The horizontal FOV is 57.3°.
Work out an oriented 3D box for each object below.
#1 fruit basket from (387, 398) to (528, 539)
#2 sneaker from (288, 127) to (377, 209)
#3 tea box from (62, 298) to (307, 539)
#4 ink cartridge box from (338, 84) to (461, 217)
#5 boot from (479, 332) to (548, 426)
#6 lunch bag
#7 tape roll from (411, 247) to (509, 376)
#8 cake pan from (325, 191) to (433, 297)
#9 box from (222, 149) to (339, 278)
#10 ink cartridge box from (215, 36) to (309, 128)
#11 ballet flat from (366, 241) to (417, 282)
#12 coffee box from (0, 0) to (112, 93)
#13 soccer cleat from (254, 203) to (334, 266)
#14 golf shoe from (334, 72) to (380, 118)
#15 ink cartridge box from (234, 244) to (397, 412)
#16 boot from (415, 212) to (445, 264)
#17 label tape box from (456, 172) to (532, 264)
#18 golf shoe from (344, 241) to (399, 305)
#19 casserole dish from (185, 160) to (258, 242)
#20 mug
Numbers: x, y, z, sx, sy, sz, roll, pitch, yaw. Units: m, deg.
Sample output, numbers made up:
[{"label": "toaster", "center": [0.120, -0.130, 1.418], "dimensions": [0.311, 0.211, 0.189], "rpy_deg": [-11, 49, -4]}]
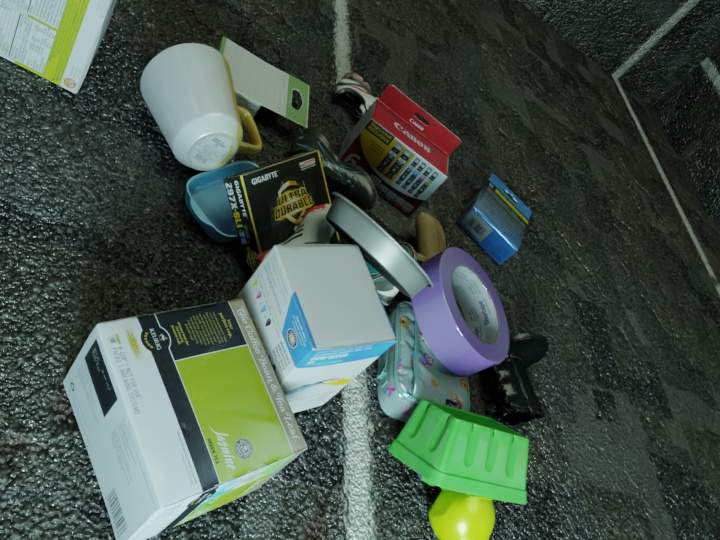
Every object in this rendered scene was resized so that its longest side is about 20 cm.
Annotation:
[{"label": "fruit basket", "center": [0.144, 0.317, 0.967], "dimensions": [0.210, 0.154, 0.223], "rpy_deg": [-6, 102, -29]}, {"label": "sneaker", "center": [-0.054, -0.180, 1.253], "dimensions": [0.199, 0.076, 0.079], "rpy_deg": [42, 50, 5]}, {"label": "tea box", "center": [-0.198, 0.163, 0.746], "dimensions": [0.194, 0.134, 0.204], "rpy_deg": [-7, 62, -45]}, {"label": "ink cartridge box", "center": [0.079, -0.240, 1.335], "dimensions": [0.197, 0.176, 0.085], "rpy_deg": [32, 39, -16]}, {"label": "boot", "center": [0.303, 0.203, 1.244], "dimensions": [0.193, 0.074, 0.166], "rpy_deg": [6, 50, -31]}, {"label": "lunch bag", "center": [0.101, 0.158, 1.083], "dimensions": [0.158, 0.077, 0.204], "rpy_deg": [27, 42, -24]}, {"label": "tape roll", "center": [0.167, 0.067, 1.094], "dimensions": [0.198, 0.065, 0.205], "rpy_deg": [34, 42, -36]}, {"label": "cake pan", "center": [0.022, -0.033, 0.957], "dimensions": [0.200, 0.037, 0.200], "rpy_deg": [43, -2, 2]}, {"label": "box", "center": [-0.120, -0.092, 1.056], "dimensions": [0.199, 0.048, 0.165], "rpy_deg": [-31, 113, -53]}, {"label": "ink cartridge box", "center": [-0.194, -0.349, 1.271], "dimensions": [0.196, 0.048, 0.148], "rpy_deg": [25, 43, -27]}, {"label": "ballet flat", "center": [0.000, 0.000, 1.091], "dimensions": [0.064, 0.194, 0.070], "rpy_deg": [52, 28, -74]}, {"label": "coffee box", "center": [-0.460, -0.437, 0.969], "dimensions": [0.194, 0.200, 0.204], "rpy_deg": [23, 42, -25]}, {"label": "soccer cleat", "center": [-0.076, -0.038, 0.994], "dimensions": [0.200, 0.083, 0.070], "rpy_deg": [-44, 130, -44]}, {"label": "golf shoe", "center": [0.027, -0.357, 1.479], "dimensions": [0.197, 0.073, 0.093], "rpy_deg": [31, 45, -4]}, {"label": "ink cartridge box", "center": [-0.080, 0.084, 0.875], "dimensions": [0.142, 0.200, 0.150], "rpy_deg": [-2, 58, -41]}, {"label": "boot", "center": [0.121, -0.034, 1.258], "dimensions": [0.177, 0.064, 0.204], "rpy_deg": [58, 25, -43]}, {"label": "label tape box", "center": [0.320, -0.125, 1.557], "dimensions": [0.144, 0.063, 0.201], "rpy_deg": [43, 38, -4]}, {"label": "golf shoe", "center": [0.029, -0.039, 1.183], "dimensions": [0.076, 0.088, 0.204], "rpy_deg": [3, 54, -39]}, {"label": "casserole dish", "center": [-0.201, -0.108, 1.060], "dimensions": [0.122, 0.039, 0.199], "rpy_deg": [51, 38, 5]}, {"label": "mug", "center": [-0.239, -0.248, 1.042], "dimensions": [0.182, 0.151, 0.156], "rpy_deg": [-13, 62, -25]}]
